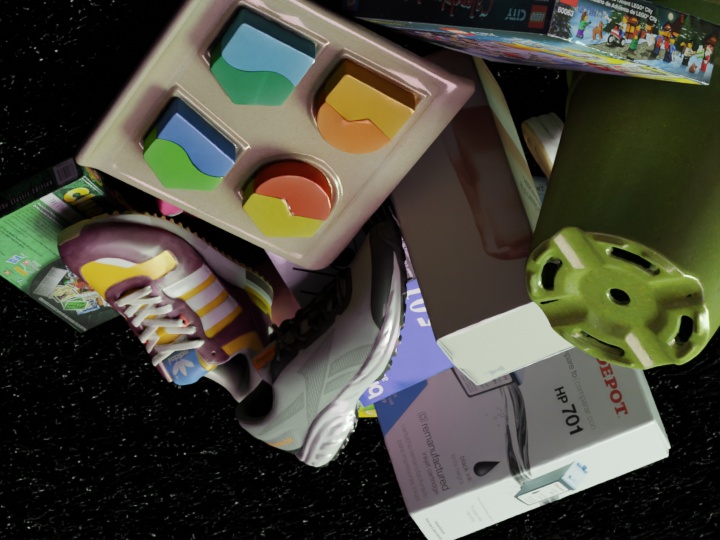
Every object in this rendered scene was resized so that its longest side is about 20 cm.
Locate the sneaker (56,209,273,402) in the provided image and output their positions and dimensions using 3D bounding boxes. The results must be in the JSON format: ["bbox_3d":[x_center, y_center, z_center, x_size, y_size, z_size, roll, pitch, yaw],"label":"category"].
[{"bbox_3d":[-0.129,0.027,1.638,0.075,0.091,0.200,-21,149,36],"label":"sneaker"}]

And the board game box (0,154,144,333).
[{"bbox_3d":[-0.197,-0.016,1.664,0.104,0.024,0.200,-23,154,10],"label":"board game box"}]

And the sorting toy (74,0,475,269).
[{"bbox_3d":[-0.054,-0.089,1.497,0.199,0.037,0.185,23,128,-24],"label":"sorting toy"}]

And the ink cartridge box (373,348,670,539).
[{"bbox_3d":[0.117,0.102,1.818,0.199,0.147,0.086,-23,153,7],"label":"ink cartridge box"}]

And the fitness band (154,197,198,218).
[{"bbox_3d":[-0.069,-0.089,1.593,0.143,0.038,0.200,-12,155,-16],"label":"fitness band"}]

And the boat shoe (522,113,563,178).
[{"bbox_3d":[0.185,-0.060,1.728,0.069,0.071,0.200,-35,136,9],"label":"boat shoe"}]

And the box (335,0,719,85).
[{"bbox_3d":[0.099,-0.151,1.436,0.136,0.038,0.200,12,180,-39],"label":"box"}]

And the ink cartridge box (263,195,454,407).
[{"bbox_3d":[0.000,0.000,1.645,0.094,0.044,0.200,-25,130,6],"label":"ink cartridge box"}]

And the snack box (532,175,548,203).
[{"bbox_3d":[0.097,0.004,1.859,0.168,0.068,0.200,4,145,-41],"label":"snack box"}]

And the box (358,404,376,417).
[{"bbox_3d":[0.039,0.079,1.972,0.199,0.065,0.070,1,148,-38],"label":"box"}]

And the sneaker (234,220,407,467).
[{"bbox_3d":[-0.023,0.049,1.606,0.079,0.074,0.201,18,122,-15],"label":"sneaker"}]

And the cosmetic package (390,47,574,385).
[{"bbox_3d":[0.075,-0.039,1.600,0.087,0.201,0.103,-21,156,10],"label":"cosmetic package"}]

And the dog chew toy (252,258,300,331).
[{"bbox_3d":[-0.010,0.016,1.756,0.124,0.125,0.200,12,132,-47],"label":"dog chew toy"}]

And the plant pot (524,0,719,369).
[{"bbox_3d":[0.190,-0.045,1.500,0.199,0.190,0.201,19,143,15],"label":"plant pot"}]
